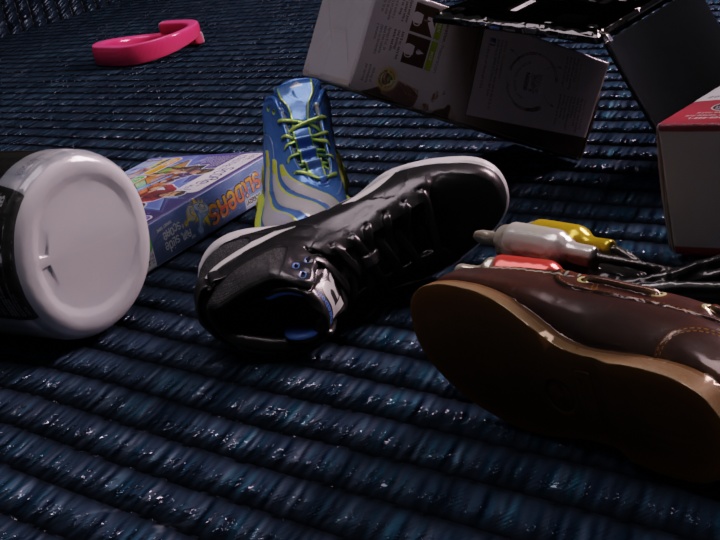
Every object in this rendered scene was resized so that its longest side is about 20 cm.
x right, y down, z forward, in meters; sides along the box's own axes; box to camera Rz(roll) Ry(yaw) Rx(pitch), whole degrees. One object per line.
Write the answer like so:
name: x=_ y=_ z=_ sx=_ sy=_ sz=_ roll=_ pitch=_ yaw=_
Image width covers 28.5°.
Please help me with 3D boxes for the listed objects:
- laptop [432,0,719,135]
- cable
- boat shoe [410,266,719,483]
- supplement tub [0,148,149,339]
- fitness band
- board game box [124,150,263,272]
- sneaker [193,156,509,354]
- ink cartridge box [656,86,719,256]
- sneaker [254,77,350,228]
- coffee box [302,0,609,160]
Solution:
laptop: x=0.179 y=-0.144 z=1.016 sx=0.199 sy=0.104 sz=0.177 roll=13 pitch=27 yaw=29
cable: x=0.144 y=0.000 z=0.750 sx=0.199 sy=0.051 sz=0.097 roll=-2 pitch=21 yaw=33
boat shoe: x=0.107 y=0.037 z=0.633 sx=0.070 sy=0.071 sz=0.199 roll=-31 pitch=33 yaw=-30
supplement tub: x=-0.248 y=-0.020 z=0.957 sx=0.199 sy=0.123 sz=0.122 roll=3 pitch=23 yaw=39
fitness band: x=-0.322 y=-0.344 z=2.148 sx=0.143 sy=0.038 sz=0.199 roll=-24 pitch=20 yaw=-31
board game box: x=-0.170 y=-0.048 z=1.132 sx=0.135 sy=0.035 sz=0.200 roll=0 pitch=21 yaw=31
sneaker: x=0.000 y=0.000 z=0.832 sx=0.199 sy=0.073 sz=0.112 roll=-20 pitch=21 yaw=3
ink cartridge box: x=0.287 y=-0.078 z=0.840 sx=0.145 sy=0.083 sz=0.200 roll=3 pitch=23 yaw=40
sneaker: x=-0.049 y=-0.080 z=1.035 sx=0.075 sy=0.106 sz=0.200 roll=-13 pitch=17 yaw=1
coffee box: x=0.072 y=-0.153 z=1.079 sx=0.199 sy=0.080 sz=0.113 roll=14 pitch=7 yaw=-22
